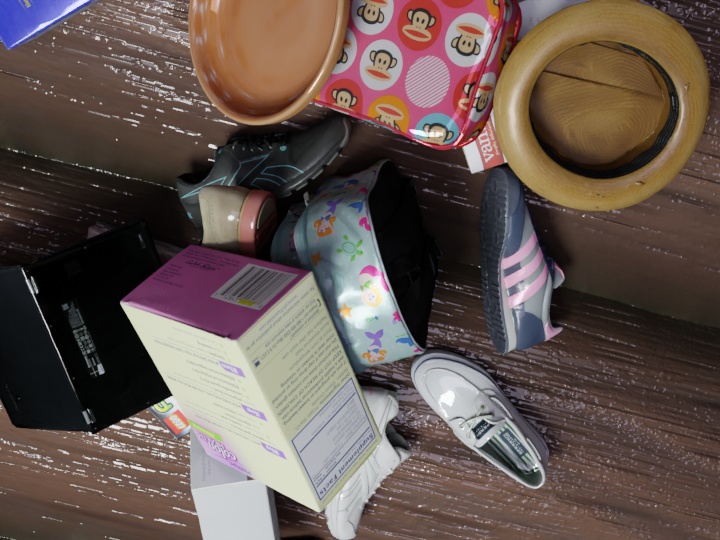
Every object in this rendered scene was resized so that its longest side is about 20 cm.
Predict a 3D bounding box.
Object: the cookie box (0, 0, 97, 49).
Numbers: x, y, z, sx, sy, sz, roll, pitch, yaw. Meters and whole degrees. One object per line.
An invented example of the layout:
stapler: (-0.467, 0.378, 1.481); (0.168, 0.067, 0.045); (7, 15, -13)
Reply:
cookie box: (-0.281, -0.331, 0.791); (0.198, 0.075, 0.173); (-25, 108, 11)

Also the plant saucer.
plant saucer: (-0.082, -0.235, 0.791); (0.198, 0.037, 0.204); (2, 93, 39)

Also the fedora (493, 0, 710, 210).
fedora: (0.214, -0.154, 0.788); (0.197, 0.082, 0.203); (-1, 115, -3)

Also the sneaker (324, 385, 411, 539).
sneaker: (0.008, 0.225, 0.987); (0.098, 0.078, 0.203); (4, 112, -3)

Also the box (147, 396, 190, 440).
box: (-0.221, 0.077, 0.929); (0.109, 0.035, 0.201); (-35, 106, 13)

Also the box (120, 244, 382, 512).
box: (-0.098, 0.094, 0.791); (0.174, 0.097, 0.202); (11, 133, 43)

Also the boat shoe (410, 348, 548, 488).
boat shoe: (0.140, 0.165, 0.961); (0.199, 0.067, 0.074); (37, 108, -11)

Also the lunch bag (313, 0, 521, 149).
lunch bag: (0.040, -0.220, 0.784); (0.198, 0.082, 0.178); (26, 111, 20)

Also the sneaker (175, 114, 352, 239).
sneaker: (-0.100, -0.105, 0.868); (0.199, 0.076, 0.080); (-32, 104, 13)

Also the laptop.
laptop: (-0.298, 0.061, 0.901); (0.198, 0.116, 0.190); (-24, 111, -20)

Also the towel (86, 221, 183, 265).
towel: (-0.226, 0.061, 0.959); (0.197, 0.032, 0.193); (18, 109, -5)

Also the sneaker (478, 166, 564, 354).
sneaker: (0.172, -0.014, 0.902); (0.081, 0.070, 0.203); (-10, 113, -12)

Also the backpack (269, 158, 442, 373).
backpack: (0.000, 0.000, 0.835); (0.149, 0.200, 0.179); (-19, 110, 9)

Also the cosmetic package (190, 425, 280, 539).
cosmetic package: (-0.135, 0.255, 0.951); (0.080, 0.113, 0.202); (-8, 127, -5)

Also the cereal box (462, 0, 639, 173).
cereal box: (0.179, -0.195, 0.839); (0.197, 0.040, 0.145); (-19, 108, 9)

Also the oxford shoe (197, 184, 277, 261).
oxford shoe: (-0.127, -0.008, 0.867); (0.074, 0.071, 0.202); (17, 132, 9)
